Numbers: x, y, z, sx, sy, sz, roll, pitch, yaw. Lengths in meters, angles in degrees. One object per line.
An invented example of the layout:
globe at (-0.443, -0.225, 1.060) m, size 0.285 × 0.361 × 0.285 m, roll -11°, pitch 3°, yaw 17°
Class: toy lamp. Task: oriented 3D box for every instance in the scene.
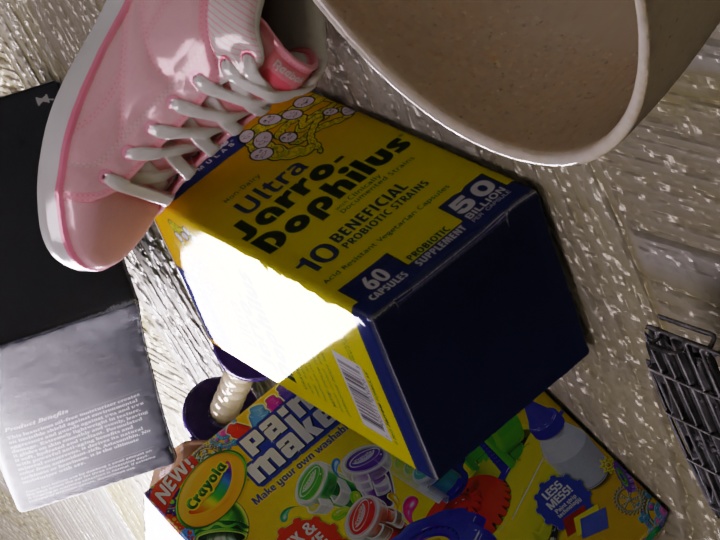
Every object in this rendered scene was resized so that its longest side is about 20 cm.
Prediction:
toy lamp at (-0.088, 0.080, 1.497) m, size 0.058 × 0.058 × 0.200 m, roll 48°, pitch 157°, yaw 10°

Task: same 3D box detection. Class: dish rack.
dish rack at (0.204, 0.085, 0.912) m, size 0.200 × 0.054 × 0.154 m, roll 22°, pitch 143°, yaw 55°

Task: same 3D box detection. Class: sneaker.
sneaker at (-0.083, -0.083, 1.072) m, size 0.104 × 0.201 × 0.075 m, roll 24°, pitch -176°, yaw 32°

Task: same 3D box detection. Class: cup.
cup at (0.063, -0.154, 0.687) m, size 0.200 × 0.143 × 0.201 m, roll 42°, pitch 156°, yaw 23°

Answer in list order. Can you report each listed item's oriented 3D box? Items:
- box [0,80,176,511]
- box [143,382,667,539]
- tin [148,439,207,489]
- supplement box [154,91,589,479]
box at (-0.218, 0.018, 1.486) m, size 0.199 × 0.123 × 0.200 m, roll 85°, pitch 164°, yaw -53°
box at (0.020, 0.147, 1.181) m, size 0.193 × 0.200 × 0.122 m, roll 44°, pitch 158°, yaw 17°
tin at (-0.090, 0.160, 1.573) m, size 0.112 × 0.042 × 0.200 m, roll 21°, pitch 163°, yaw -11°
supplement box at (0.000, 0.000, 1.110) m, size 0.200 × 0.109 × 0.110 m, roll 27°, pitch 148°, yaw 47°
